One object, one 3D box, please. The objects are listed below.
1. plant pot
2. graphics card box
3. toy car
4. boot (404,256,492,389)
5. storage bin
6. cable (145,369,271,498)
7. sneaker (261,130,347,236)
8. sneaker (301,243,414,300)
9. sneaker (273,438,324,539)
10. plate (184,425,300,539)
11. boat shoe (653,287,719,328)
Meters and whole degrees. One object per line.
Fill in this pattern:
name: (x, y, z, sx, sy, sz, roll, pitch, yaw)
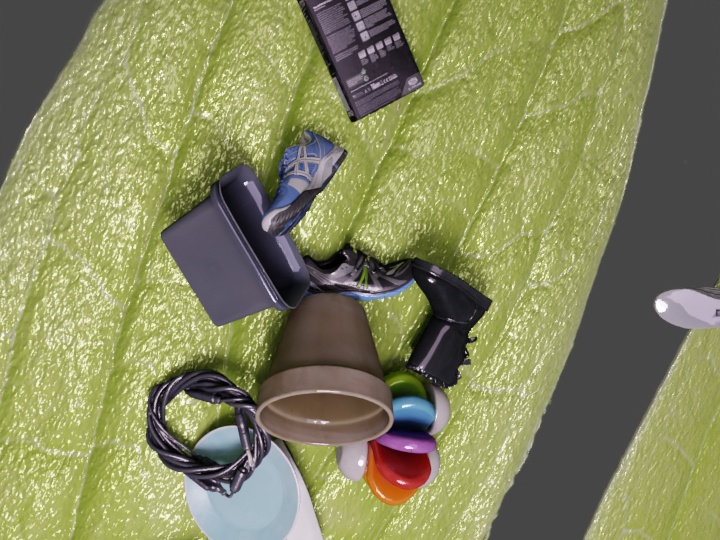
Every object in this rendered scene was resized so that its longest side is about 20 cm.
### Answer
plant pot: (-0.049, 0.137, 0.931, 0.195, 0.201, 0.177, 11, 56, -15)
graphics card box: (0.001, -0.342, 0.954, 0.124, 0.051, 0.203, -29, 103, -9)
toy car: (0.061, 0.267, 1.004, 0.171, 0.150, 0.205, 9, 96, -15)
boot: (0.120, 0.087, 1.007, 0.197, 0.073, 0.165, 29, 89, -41)
storage bin: (-0.181, -0.028, 0.918, 0.132, 0.146, 0.203, -23, 105, 20)
cable: (-0.230, 0.231, 0.944, 0.198, 0.051, 0.165, 37, 104, 6)
sneaker: (-0.094, -0.127, 0.923, 0.076, 0.076, 0.201, 36, 49, -6)
sneaker: (0.000, 0.000, 0.991, 0.194, 0.071, 0.085, -4, 105, -11)
sneaker: (-0.121, 0.369, 1.012, 0.083, 0.073, 0.205, -19, 103, -13)
plate: (-0.181, 0.337, 0.985, 0.195, 0.026, 0.206, 1, 95, 17)
boat shoe: (0.633, 0.063, 1.167, 0.194, 0.066, 0.074, 0, 102, 8)
